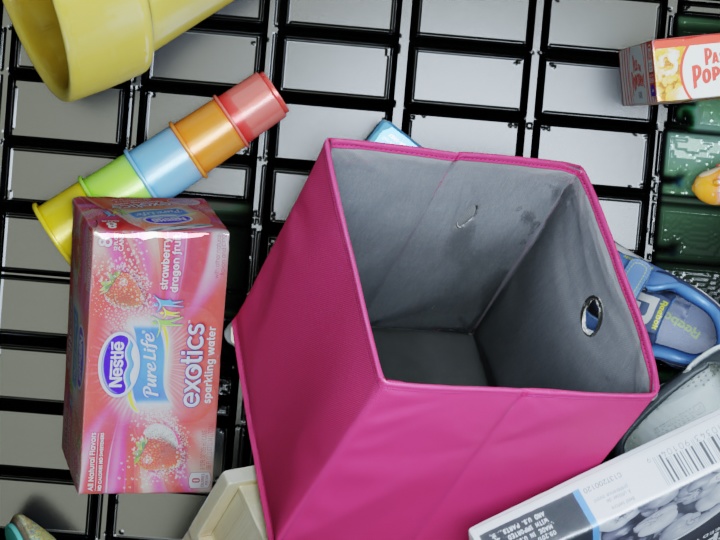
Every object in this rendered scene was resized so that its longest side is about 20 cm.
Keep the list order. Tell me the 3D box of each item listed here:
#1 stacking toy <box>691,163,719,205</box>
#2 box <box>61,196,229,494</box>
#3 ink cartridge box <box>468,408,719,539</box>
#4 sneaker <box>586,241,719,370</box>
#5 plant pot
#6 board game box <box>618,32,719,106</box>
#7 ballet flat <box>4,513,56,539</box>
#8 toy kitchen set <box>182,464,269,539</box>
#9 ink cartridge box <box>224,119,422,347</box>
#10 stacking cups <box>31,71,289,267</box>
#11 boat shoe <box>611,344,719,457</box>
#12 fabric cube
[{"bbox_3d":[0.347,-0.072,1.523,0.200,0.116,0.110,-4,90,12],"label":"stacking toy"},{"bbox_3d":[-0.158,0.053,1.476,0.103,0.095,0.200,1,106,-16],"label":"box"},{"bbox_3d":[0.171,0.185,1.383,0.198,0.200,0.043,-25,62,-8],"label":"ink cartridge box"},{"bbox_3d":[0.191,0.017,1.521,0.200,0.082,0.074,22,95,-2],"label":"sneaker"},{"bbox_3d":[-0.159,-0.243,1.450,0.189,0.201,0.201,-22,94,-16],"label":"plant pot"},{"bbox_3d":[0.298,-0.151,1.480,0.200,0.152,0.046,-6,94,-2],"label":"board game box"},{"bbox_3d":[-0.212,0.272,1.538,0.071,0.071,0.200,-15,93,-1],"label":"ballet flat"},{"bbox_3d":[-0.042,0.172,1.475,0.200,0.180,0.163,-7,55,-33],"label":"toy kitchen set"},{"bbox_3d":[0.000,0.000,1.521,0.116,0.067,0.200,38,91,-5],"label":"ink cartridge box"},{"bbox_3d":[-0.146,-0.080,1.523,0.200,0.061,0.061,-35,94,-5],"label":"stacking cups"},{"bbox_3d":[0.269,0.086,1.458,0.200,0.060,0.076,-37,92,10],"label":"boat shoe"},{"bbox_3d":[0.048,0.057,1.350,0.200,0.199,0.196,4,49,-23],"label":"fabric cube"}]
